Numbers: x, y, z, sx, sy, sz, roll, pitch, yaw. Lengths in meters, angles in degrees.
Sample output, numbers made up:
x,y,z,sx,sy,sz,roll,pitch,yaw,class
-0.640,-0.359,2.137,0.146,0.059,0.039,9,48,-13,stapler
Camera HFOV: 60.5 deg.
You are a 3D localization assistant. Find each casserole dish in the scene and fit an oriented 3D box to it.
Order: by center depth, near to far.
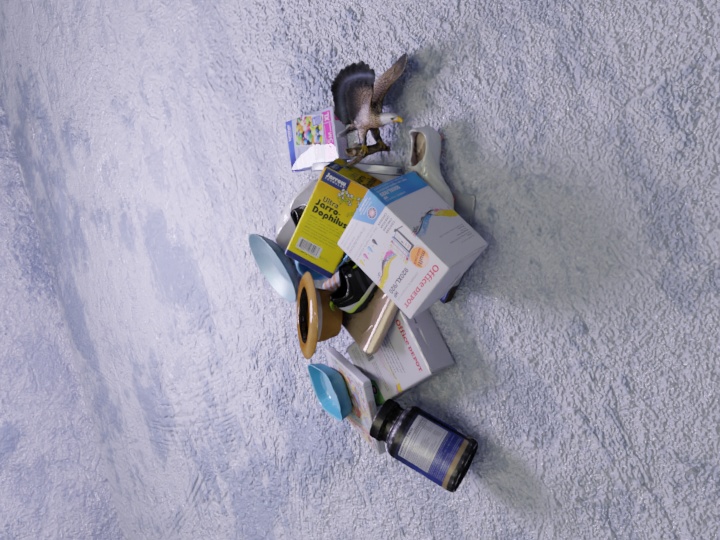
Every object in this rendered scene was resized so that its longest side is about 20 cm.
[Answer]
x,y,z,sx,sy,sz,roll,pitch,yaw,class
-0.070,0.274,1.424,0.200,0.039,0.122,3,111,68,casserole dish

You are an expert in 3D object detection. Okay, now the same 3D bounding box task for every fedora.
x,y,z,sx,sy,sz,roll,pitch,yaw,class
-0.088,0.096,1.341,0.201,0.081,0.202,-179,90,-75,fedora

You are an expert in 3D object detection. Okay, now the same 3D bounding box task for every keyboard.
x,y,z,sx,sy,sz,roll,pitch,yaw,class
0.142,-0.131,1.228,0.199,0.011,0.057,14,102,42,keyboard

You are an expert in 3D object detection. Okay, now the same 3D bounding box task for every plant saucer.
x,y,z,sx,sy,sz,roll,pitch,yaw,class
-0.208,-0.014,1.540,0.201,0.039,0.201,43,155,26,plant saucer

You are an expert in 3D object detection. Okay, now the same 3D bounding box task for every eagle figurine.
x,y,z,sx,sy,sz,roll,pitch,yaw,class
0.021,-0.325,1.221,0.150,0.152,0.201,-2,119,3,eagle figurine

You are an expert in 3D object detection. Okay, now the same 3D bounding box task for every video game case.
x,y,z,sx,sy,sz,roll,pitch,yaw,class
-0.013,0.285,1.373,0.200,0.023,0.183,29,135,60,video game case

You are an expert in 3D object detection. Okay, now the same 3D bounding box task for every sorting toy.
x,y,z,sx,sy,sz,roll,pitch,yaw,class
0.025,0.057,1.298,0.186,0.036,0.200,-65,31,8,sorting toy

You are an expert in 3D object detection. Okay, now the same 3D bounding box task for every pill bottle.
x,y,z,sx,sy,sz,roll,pitch,yaw,class
0.123,0.341,1.229,0.199,0.112,0.112,26,117,20,pill bottle

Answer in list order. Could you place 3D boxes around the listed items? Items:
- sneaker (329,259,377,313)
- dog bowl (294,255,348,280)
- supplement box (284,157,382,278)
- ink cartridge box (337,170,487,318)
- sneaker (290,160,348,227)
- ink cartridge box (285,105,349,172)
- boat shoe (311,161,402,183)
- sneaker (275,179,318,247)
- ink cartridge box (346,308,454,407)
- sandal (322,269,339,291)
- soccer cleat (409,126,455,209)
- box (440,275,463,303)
x,y,z,sx,sy,sz,roll,pitch,yaw,class
0.000,0.000,1.253,0.201,0.083,0.072,-64,31,10,sneaker
-0.074,-0.052,1.374,0.200,0.111,0.050,-46,31,36,dog bowl
-0.053,-0.106,1.234,0.109,0.109,0.201,28,112,1,supplement box
0.093,-0.048,1.122,0.200,0.144,0.147,46,132,14,ink cartridge box
-0.086,-0.149,1.372,0.076,0.115,0.201,42,124,33,sneaker
-0.112,-0.298,1.427,0.199,0.042,0.120,-3,95,47,ink cartridge box
-0.011,-0.183,1.299,0.201,0.075,0.087,8,102,18,boat shoe
-0.149,-0.154,1.477,0.200,0.075,0.089,-49,33,29,sneaker
0.080,0.178,1.292,0.200,0.084,0.145,-41,69,42,ink cartridge box
-0.062,0.063,1.430,0.079,0.059,0.207,57,131,21,sandal
0.128,-0.174,1.175,0.069,0.077,0.201,-11,86,44,soccer cleat
0.126,-0.042,1.235,0.200,0.032,0.122,42,129,28,box
